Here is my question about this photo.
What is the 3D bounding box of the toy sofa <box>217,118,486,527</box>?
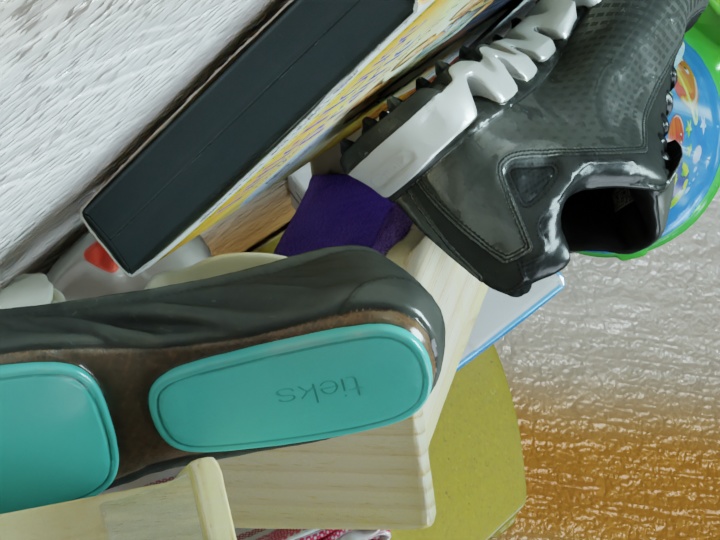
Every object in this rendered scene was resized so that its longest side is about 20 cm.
[{"bbox_3d":[0.000,0.000,0.977,0.082,0.098,0.200,0,-151,15],"label":"toy sofa"}]

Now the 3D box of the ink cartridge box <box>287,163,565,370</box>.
[{"bbox_3d":[0.027,-0.012,1.251,0.067,0.116,0.200,-39,177,-3],"label":"ink cartridge box"}]

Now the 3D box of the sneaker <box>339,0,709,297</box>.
[{"bbox_3d":[0.077,-0.051,0.925,0.066,0.091,0.200,-41,179,44],"label":"sneaker"}]

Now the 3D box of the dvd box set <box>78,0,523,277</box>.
[{"bbox_3d":[0.012,-0.079,0.863,0.146,0.029,0.200,-41,177,35],"label":"dvd box set"}]

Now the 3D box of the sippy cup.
[{"bbox_3d":[0.119,-0.077,1.440,0.130,0.139,0.179,8,95,-72],"label":"sippy cup"}]

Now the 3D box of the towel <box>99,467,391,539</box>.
[{"bbox_3d":[-0.070,0.068,1.031,0.146,0.030,0.200,-17,-154,1],"label":"towel"}]

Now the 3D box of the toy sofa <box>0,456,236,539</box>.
[{"bbox_3d":[-0.132,0.120,0.806,0.199,0.083,0.098,-9,164,-19],"label":"toy sofa"}]

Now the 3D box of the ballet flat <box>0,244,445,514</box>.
[{"bbox_3d":[-0.073,0.032,0.838,0.199,0.068,0.069,-8,-144,-5],"label":"ballet flat"}]

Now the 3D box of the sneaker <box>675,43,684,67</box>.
[{"bbox_3d":[0.096,-0.094,1.283,0.130,0.080,0.200,-37,-173,5],"label":"sneaker"}]

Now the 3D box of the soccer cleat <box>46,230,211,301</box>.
[{"bbox_3d":[-0.124,0.057,0.915,0.200,0.069,0.078,-42,180,5],"label":"soccer cleat"}]

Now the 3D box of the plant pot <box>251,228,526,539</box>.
[{"bbox_3d":[-0.027,0.099,1.485,0.194,0.200,0.195,-41,177,39],"label":"plant pot"}]
